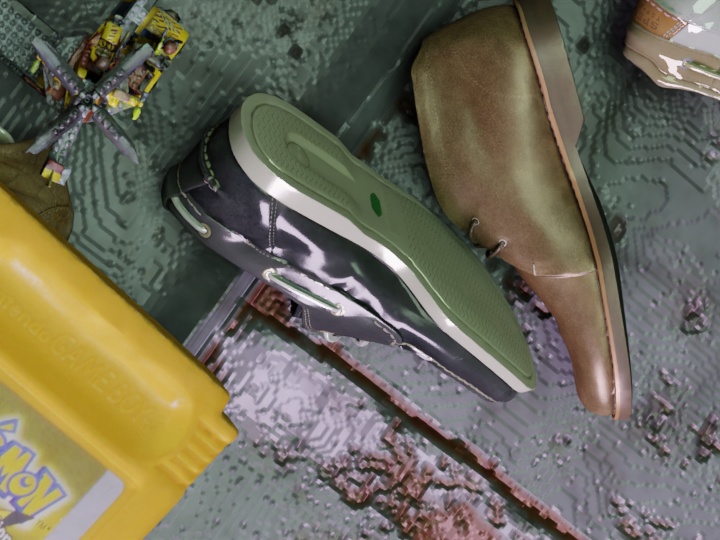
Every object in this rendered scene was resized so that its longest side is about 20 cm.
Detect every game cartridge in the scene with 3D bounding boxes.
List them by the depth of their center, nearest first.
[{"bbox_3d":[-0.169,0.079,0.937,0.200,0.032,0.176,-46,121,1],"label":"game cartridge"}]

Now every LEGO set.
[{"bbox_3d":[-0.132,-0.147,0.908,0.154,0.116,0.200,-47,110,-10],"label":"LEGO set"}]

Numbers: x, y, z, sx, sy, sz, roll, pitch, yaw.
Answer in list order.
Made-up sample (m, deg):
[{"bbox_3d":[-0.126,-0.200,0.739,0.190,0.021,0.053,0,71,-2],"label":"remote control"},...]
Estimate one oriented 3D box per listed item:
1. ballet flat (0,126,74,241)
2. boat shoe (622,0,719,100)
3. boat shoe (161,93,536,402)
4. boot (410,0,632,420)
[{"bbox_3d":[-0.211,-0.052,0.926,0.199,0.068,0.073,11,73,-22],"label":"ballet flat"},{"bbox_3d":[0.210,-0.092,1.077,0.199,0.075,0.069,26,107,-23],"label":"boat shoe"},{"bbox_3d":[0.000,0.000,1.016,0.200,0.072,0.068,37,120,-27],"label":"boat shoe"},{"bbox_3d":[0.077,-0.022,1.040,0.075,0.074,0.201,-17,99,1],"label":"boot"}]
